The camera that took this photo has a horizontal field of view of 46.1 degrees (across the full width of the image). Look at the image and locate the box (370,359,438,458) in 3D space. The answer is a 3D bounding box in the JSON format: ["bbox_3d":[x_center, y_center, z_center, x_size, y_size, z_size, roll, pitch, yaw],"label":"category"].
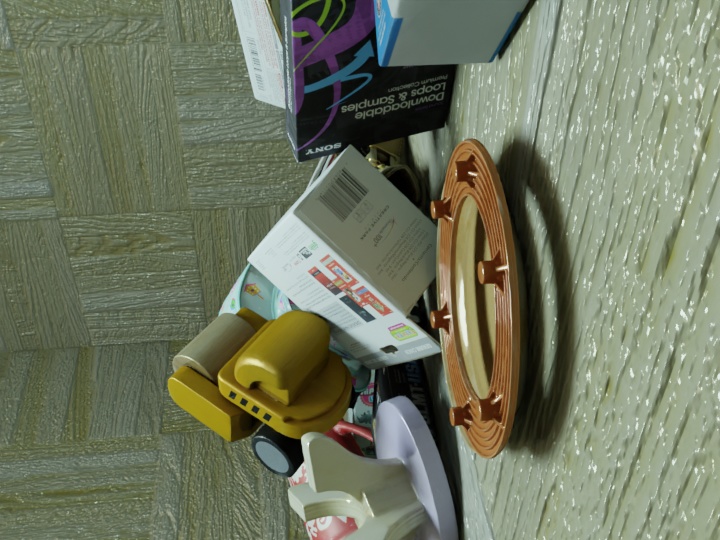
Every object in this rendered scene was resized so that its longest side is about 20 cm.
[{"bbox_3d":[0.048,0.194,1.002,0.201,0.049,0.201,-101,8,-51],"label":"box"}]

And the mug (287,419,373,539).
[{"bbox_3d":[-0.018,0.295,1.203,0.201,0.176,0.134,58,-179,36],"label":"mug"}]

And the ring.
[{"bbox_3d":[0.067,0.018,0.546,0.200,0.019,0.204,176,90,-84],"label":"ring"}]

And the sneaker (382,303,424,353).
[{"bbox_3d":[0.030,0.025,0.950,0.201,0.074,0.089,-110,21,-64],"label":"sneaker"}]

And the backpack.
[{"bbox_3d":[-0.076,0.068,1.064,0.177,0.197,0.154,-79,14,-45],"label":"backpack"}]

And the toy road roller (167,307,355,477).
[{"bbox_3d":[-0.100,0.098,0.879,0.123,0.198,0.147,-45,-26,-38],"label":"toy road roller"}]

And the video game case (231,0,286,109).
[{"bbox_3d":[-0.063,-0.245,0.826,0.181,0.022,0.202,26,138,40],"label":"video game case"}]

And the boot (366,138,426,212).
[{"bbox_3d":[0.026,-0.108,0.921,0.155,0.072,0.203,171,117,-72],"label":"boot"}]

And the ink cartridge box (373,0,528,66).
[{"bbox_3d":[0.050,-0.245,0.508,0.146,0.084,0.203,117,148,-80],"label":"ink cartridge box"}]

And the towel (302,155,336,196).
[{"bbox_3d":[-0.030,-0.091,1.071,0.146,0.022,0.200,-65,-13,-4],"label":"towel"}]

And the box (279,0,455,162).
[{"bbox_3d":[0.010,-0.177,0.664,0.201,0.141,0.036,94,157,-57],"label":"box"}]

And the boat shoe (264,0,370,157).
[{"bbox_3d":[-0.025,-0.179,0.748,0.074,0.064,0.201,-104,-10,-48],"label":"boat shoe"}]

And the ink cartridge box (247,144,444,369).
[{"bbox_3d":[0.000,0.000,0.794,0.084,0.175,0.200,-50,8,-20],"label":"ink cartridge box"}]

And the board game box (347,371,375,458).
[{"bbox_3d":[0.011,0.168,1.305,0.148,0.063,0.203,-109,16,-69],"label":"board game box"}]

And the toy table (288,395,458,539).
[{"bbox_3d":[0.013,0.234,0.811,0.183,0.116,0.203,-11,94,68],"label":"toy table"}]

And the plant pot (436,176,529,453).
[{"bbox_3d":[0.085,0.025,0.600,0.200,0.027,0.204,176,90,-84],"label":"plant pot"}]
